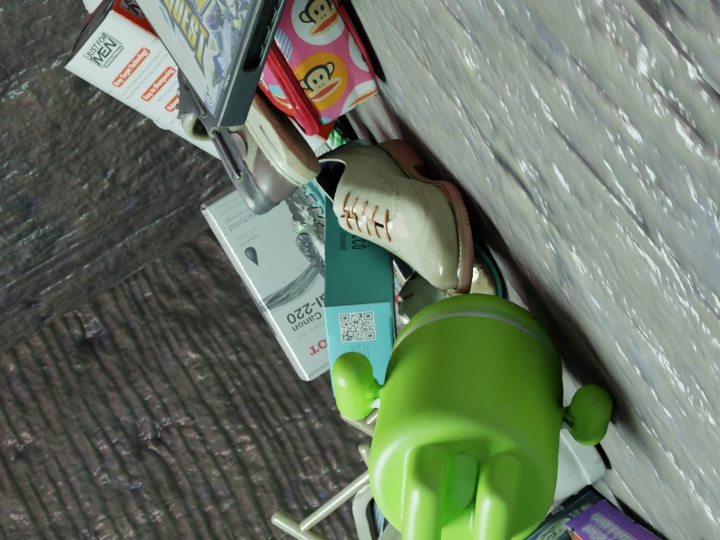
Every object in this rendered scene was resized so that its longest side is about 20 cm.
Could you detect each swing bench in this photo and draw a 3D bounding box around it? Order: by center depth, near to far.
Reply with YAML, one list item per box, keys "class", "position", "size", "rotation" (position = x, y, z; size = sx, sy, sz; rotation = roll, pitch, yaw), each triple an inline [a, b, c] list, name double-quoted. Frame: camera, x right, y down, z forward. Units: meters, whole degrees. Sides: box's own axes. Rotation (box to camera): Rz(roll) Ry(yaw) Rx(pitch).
- class: "swing bench"
  position: [0.059, 0.209, 1.536]
  size: [0.200, 0.130, 0.199]
  rotation: [46, -150, -6]

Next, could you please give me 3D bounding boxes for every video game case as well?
- class: "video game case"
  position: [-0.101, -0.224, 1.092]
  size: [0.200, 0.025, 0.181]
  rotation: [56, 139, 34]

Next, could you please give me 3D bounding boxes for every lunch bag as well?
- class: "lunch bag"
  position: [-0.062, -0.187, 1.225]
  size: [0.176, 0.082, 0.200]
  rotation: [57, 178, -37]

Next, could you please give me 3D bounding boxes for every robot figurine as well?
- class: "robot figurine"
  position: [0.068, 0.095, 1.082]
  size: [0.200, 0.175, 0.116]
  rotation: [-76, -11, -54]

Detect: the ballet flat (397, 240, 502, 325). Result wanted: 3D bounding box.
- class: "ballet flat"
  position: [0.061, 0.021, 1.274]
  size: [0.071, 0.065, 0.200]
  rotation: [60, 175, 8]

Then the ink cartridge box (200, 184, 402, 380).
- class: "ink cartridge box"
  position: [-0.046, -0.013, 1.697]
  size: [0.201, 0.145, 0.085]
  rotation: [59, 175, -8]

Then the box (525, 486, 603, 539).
- class: "box"
  position: [0.178, 0.256, 1.380]
  size: [0.164, 0.086, 0.200]
  rotation: [61, 175, -12]

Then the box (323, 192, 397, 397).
- class: "box"
  position: [0.000, 0.000, 1.274]
  size: [0.200, 0.049, 0.083]
  rotation: [-91, -4, -56]

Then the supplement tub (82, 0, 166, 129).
- class: "supplement tub"
  position: [-0.190, -0.256, 1.730]
  size: [0.200, 0.140, 0.140]
  rotation: [60, 175, -12]

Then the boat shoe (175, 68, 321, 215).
- class: "boat shoe"
  position: [-0.104, -0.121, 1.258]
  size: [0.200, 0.065, 0.072]
  rotation: [52, -171, 29]

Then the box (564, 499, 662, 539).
- class: "box"
  position: [0.225, 0.268, 1.218]
  size: [0.201, 0.039, 0.137]
  rotation: [60, 172, -11]

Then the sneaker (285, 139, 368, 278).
- class: "sneaker"
  position: [-0.005, -0.040, 1.468]
  size: [0.078, 0.086, 0.200]
  rotation: [47, 166, 21]

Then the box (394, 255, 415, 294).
- class: "box"
  position: [0.081, 0.059, 1.488]
  size: [0.201, 0.035, 0.110]
  rotation: [59, 176, -3]

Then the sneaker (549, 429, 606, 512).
- class: "sneaker"
  position: [0.125, 0.148, 1.291]
  size: [0.073, 0.084, 0.200]
  rotation: [57, 177, 8]

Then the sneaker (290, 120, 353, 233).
- class: "sneaker"
  position: [-0.030, -0.071, 1.544]
  size: [0.200, 0.085, 0.078]
  rotation: [63, 174, -29]

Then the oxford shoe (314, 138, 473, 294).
- class: "oxford shoe"
  position: [0.022, -0.033, 1.184]
  size: [0.200, 0.073, 0.071]
  rotation: [-132, 40, -62]

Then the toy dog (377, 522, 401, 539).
- class: "toy dog"
  position: [0.082, 0.277, 1.361]
  size: [0.193, 0.140, 0.200]
  rotation: [17, 151, 24]

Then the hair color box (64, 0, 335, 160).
- class: "hair color box"
  position: [-0.124, -0.154, 1.386]
  size: [0.200, 0.061, 0.101]
  rotation: [30, 145, -19]
